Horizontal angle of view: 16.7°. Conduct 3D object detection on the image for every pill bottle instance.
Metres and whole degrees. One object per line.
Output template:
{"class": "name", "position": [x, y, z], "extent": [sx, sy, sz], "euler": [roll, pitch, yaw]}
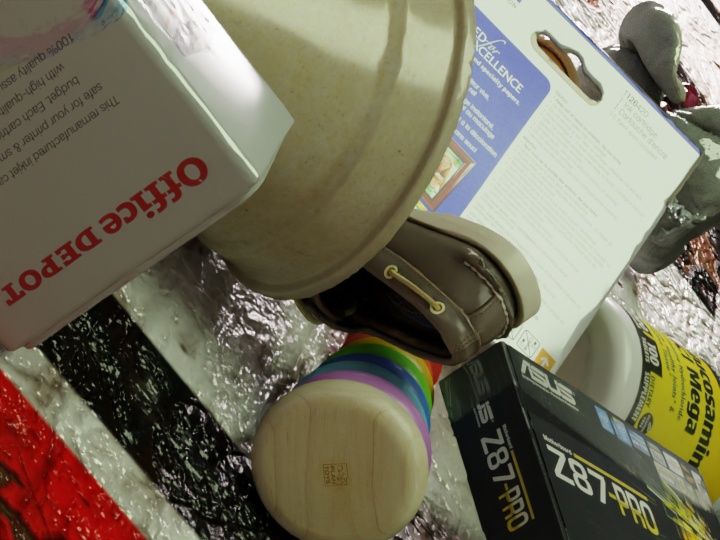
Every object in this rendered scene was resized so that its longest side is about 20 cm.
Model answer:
{"class": "pill bottle", "position": [0.162, 0.092, 1.470], "extent": [0.200, 0.112, 0.112], "euler": [30, 35, -47]}

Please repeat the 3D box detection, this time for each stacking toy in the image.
{"class": "stacking toy", "position": [0.005, 0.070, 1.245], "extent": [0.085, 0.085, 0.200], "euler": [54, 17, -6]}

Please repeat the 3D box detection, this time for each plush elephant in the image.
{"class": "plush elephant", "position": [0.204, -0.095, 1.731], "extent": [0.155, 0.165, 0.200], "euler": [60, 22, 10]}

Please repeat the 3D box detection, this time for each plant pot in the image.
{"class": "plant pot", "position": [-0.078, -0.111, 1.186], "extent": [0.183, 0.200, 0.201], "euler": [25, 37, -34]}

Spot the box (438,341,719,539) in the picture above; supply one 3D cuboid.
{"class": "box", "position": [0.131, 0.144, 1.261], "extent": [0.200, 0.049, 0.161], "euler": [34, 29, -42]}

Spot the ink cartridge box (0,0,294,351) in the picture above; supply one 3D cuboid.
{"class": "ink cartridge box", "position": [-0.148, -0.089, 1.043], "extent": [0.200, 0.146, 0.083], "euler": [52, 21, -12]}

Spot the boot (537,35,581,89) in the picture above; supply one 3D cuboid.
{"class": "boot", "position": [0.088, -0.091, 1.615], "extent": [0.155, 0.074, 0.200], "euler": [-23, 44, -39]}

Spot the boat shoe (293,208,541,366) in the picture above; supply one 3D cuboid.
{"class": "boat shoe", "position": [0.000, 0.000, 1.231], "extent": [0.060, 0.200, 0.072], "euler": [-39, 128, -28]}

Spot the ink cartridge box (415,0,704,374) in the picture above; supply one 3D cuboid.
{"class": "ink cartridge box", "position": [0.071, -0.060, 1.367], "extent": [0.198, 0.047, 0.200], "euler": [44, 56, -11]}
